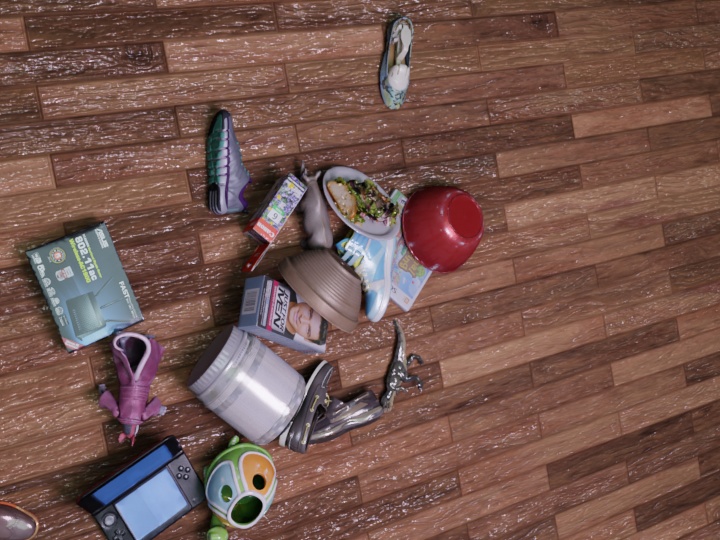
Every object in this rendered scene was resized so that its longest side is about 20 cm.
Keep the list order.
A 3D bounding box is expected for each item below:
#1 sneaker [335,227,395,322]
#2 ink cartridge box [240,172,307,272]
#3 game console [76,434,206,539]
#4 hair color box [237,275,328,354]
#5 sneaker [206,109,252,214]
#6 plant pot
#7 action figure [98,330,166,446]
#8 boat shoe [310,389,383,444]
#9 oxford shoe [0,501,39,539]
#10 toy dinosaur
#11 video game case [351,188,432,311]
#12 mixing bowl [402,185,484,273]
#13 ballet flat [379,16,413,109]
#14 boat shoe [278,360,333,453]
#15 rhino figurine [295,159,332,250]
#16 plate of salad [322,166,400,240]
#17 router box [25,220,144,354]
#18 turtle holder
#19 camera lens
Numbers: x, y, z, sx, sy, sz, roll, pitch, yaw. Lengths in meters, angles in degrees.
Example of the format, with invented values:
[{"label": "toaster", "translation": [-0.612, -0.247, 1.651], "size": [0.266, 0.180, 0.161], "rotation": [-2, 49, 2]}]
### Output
[{"label": "sneaker", "translation": [0.000, 0.000, 1.480], "size": [0.127, 0.079, 0.206], "rotation": [12, 76, -23]}, {"label": "ink cartridge box", "translation": [-0.191, -0.094, 1.406], "size": [0.050, 0.108, 0.203], "rotation": [36, 76, -17]}, {"label": "game console", "translation": [-0.398, 0.423, 1.304], "size": [0.197, 0.118, 0.175], "rotation": [-32, 100, -19]}, {"label": "hair color box", "translation": [-0.148, 0.092, 1.392], "size": [0.198, 0.059, 0.102], "rotation": [29, 62, -47]}, {"label": "sneaker", "translation": [-0.260, -0.216, 1.413], "size": [0.086, 0.074, 0.207], "rotation": [0, 96, -38]}, {"label": "plant pot", "translation": [-0.063, 0.021, 1.398], "size": [0.200, 0.201, 0.093], "rotation": [40, 96, -17]}, {"label": "action figure", "translation": [-0.410, 0.219, 1.292], "size": [0.130, 0.148, 0.207], "rotation": [7, 80, -25]}, {"label": "boat shoe", "translation": [-0.049, 0.310, 1.485], "size": [0.195, 0.075, 0.075], "rotation": [-16, 69, -17]}, {"label": "oxford shoe", "translation": [-0.664, 0.442, 1.218], "size": [0.195, 0.073, 0.073], "rotation": [17, 82, -21]}, {"label": "toy dinosaur", "translation": [0.098, 0.219, 1.554], "size": [0.086, 0.047, 0.206], "rotation": [13, 81, -15]}, {"label": "video game case", "translation": [0.090, -0.045, 1.567], "size": [0.181, 0.022, 0.202], "rotation": [38, 75, -17]}, {"label": "mixing bowl", "translation": [0.201, -0.105, 1.547], "size": [0.195, 0.108, 0.207], "rotation": [8, 74, -29]}, {"label": "ballet flat", "translation": [0.084, -0.464, 1.550], "size": [0.072, 0.074, 0.207], "rotation": [2, 88, -22]}, {"label": "boat shoe", "translation": [-0.096, 0.278, 1.430], "size": [0.059, 0.073, 0.204], "rotation": [21, 56, 12]}, {"label": "rhino figurine", "translation": [-0.099, -0.129, 1.456], "size": [0.058, 0.087, 0.206], "rotation": [-10, 90, -23]}, {"label": "plate of salad", "translation": [0.009, -0.149, 1.469], "size": [0.196, 0.048, 0.203], "rotation": [26, 39, -22]}, {"label": "router box", "translation": [-0.507, 0.031, 1.298], "size": [0.147, 0.062, 0.205], "rotation": [-24, 98, -22]}, {"label": "turtle holder", "translation": [-0.243, 0.430, 1.347], "size": [0.183, 0.132, 0.143], "rotation": [-32, 118, -4]}, {"label": "camera lens", "translation": [-0.216, 0.224, 1.361], "size": [0.199, 0.159, 0.161], "rotation": [41, 75, -16]}]
